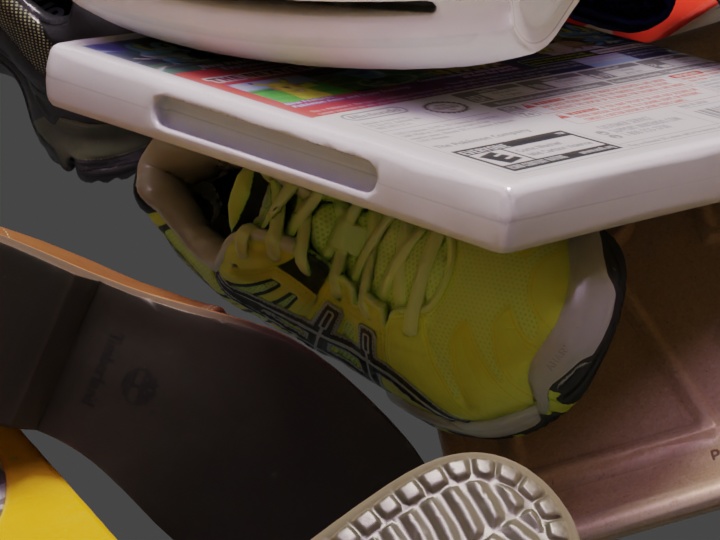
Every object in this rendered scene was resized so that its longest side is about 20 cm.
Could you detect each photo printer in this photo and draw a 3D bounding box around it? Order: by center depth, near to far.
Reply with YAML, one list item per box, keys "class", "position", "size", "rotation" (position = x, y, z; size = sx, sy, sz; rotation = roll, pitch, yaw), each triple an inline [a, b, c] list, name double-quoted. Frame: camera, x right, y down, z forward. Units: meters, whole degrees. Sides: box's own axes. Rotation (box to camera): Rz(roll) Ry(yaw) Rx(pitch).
- class: "photo printer"
  position: [0.008, -0.132, 0.927]
  size: [0.165, 0.070, 0.200]
  rotation: [7, 38, 23]

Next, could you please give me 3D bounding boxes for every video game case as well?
- class: "video game case"
  position: [0.035, -0.050, 0.915]
  size: [0.182, 0.023, 0.199]
  rotation: [19, 21, 37]

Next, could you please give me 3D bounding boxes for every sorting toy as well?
- class: "sorting toy"
  position: [0.108, 0.001, 0.970]
  size: [0.184, 0.037, 0.201]
  rotation: [-16, 49, 5]

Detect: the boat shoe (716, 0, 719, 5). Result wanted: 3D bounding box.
- class: "boat shoe"
  position: [0.138, -0.132, 1.020]
  size: [0.071, 0.072, 0.200]
  rotation: [-37, 9, 10]

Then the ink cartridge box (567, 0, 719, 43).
- class: "ink cartridge box"
  position: [0.119, -0.077, 1.095]
  size: [0.200, 0.050, 0.162]
  rotation: [36, 50, 27]

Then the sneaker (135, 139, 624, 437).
- class: "sneaker"
  position: [0.000, 0.000, 0.920]
  size: [0.076, 0.076, 0.199]
  rotation: [23, -6, -38]

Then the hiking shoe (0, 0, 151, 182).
- class: "hiking shoe"
  position: [-0.128, -0.121, 1.086]
  size: [0.076, 0.101, 0.200]
  rotation: [-30, 51, -34]

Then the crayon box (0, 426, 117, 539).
- class: "crayon box"
  position: [-0.123, 0.116, 0.852]
  size: [0.126, 0.051, 0.200]
  rotation: [-24, 48, -28]

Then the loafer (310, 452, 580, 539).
- class: "loafer"
  position: [-0.028, 0.123, 0.770]
  size: [0.199, 0.068, 0.076]
  rotation: [-26, 58, -11]

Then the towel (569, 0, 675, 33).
- class: "towel"
  position: [0.038, -0.154, 1.101]
  size: [0.147, 0.050, 0.200]
  rotation: [15, 21, -10]

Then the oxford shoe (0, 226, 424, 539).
- class: "oxford shoe"
  position: [-0.062, 0.033, 0.903]
  size: [0.199, 0.072, 0.071]
  rotation: [31, 7, -17]
